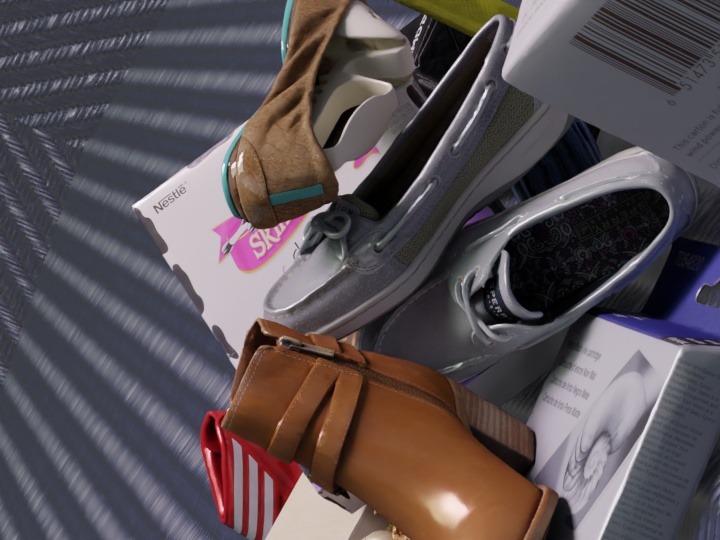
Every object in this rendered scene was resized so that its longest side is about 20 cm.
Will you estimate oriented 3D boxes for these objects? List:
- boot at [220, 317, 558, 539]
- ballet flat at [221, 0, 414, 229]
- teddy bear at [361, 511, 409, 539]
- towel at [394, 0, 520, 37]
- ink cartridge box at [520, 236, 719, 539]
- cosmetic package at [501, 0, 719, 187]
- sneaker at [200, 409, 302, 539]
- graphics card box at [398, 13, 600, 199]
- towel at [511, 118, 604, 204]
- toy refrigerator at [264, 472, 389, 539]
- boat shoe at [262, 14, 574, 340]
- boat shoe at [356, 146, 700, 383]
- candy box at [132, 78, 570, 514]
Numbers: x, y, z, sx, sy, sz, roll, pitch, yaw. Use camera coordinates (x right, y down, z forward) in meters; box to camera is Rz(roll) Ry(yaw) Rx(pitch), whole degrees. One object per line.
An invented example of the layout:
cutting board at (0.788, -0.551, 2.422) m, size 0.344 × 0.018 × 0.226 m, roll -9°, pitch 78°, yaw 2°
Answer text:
boot at (0.008, 0.095, 1.419) m, size 0.074 × 0.154 × 0.200 m, roll -63°, pitch 11°, yaw 15°
ballet flat at (-0.013, -0.093, 1.540) m, size 0.200 × 0.072 × 0.068 m, roll -68°, pitch -32°, yaw -51°
teddy bear at (0.025, 0.170, 1.524) m, size 0.066 × 0.145 × 0.200 m, roll -18°, pitch 29°, yaw 7°
towel at (0.081, -0.137, 1.659) m, size 0.086 × 0.199 × 0.018 m, roll -102°, pitch 37°, yaw -71°
ink cartridge box at (0.125, 0.073, 1.435) m, size 0.201 × 0.040 × 0.200 m, roll -65°, pitch 11°, yaw -1°
cosmetic package at (0.187, -0.166, 1.338) m, size 0.167 × 0.166 × 0.201 m, roll -48°, pitch 22°, yaw 54°
sneaker at (-0.032, 0.085, 1.918) m, size 0.201 × 0.115 × 0.078 m, roll -69°, pitch 12°, yaw -19°
graphics card box at (0.063, -0.099, 1.849) m, size 0.051 × 0.125 × 0.200 m, roll -67°, pitch 11°, yaw -13°
towel at (0.106, -0.059, 1.658) m, size 0.048 × 0.112 × 0.200 m, roll -25°, pitch 16°, yaw 1°
toy refrigerator at (0.009, 0.150, 1.736) m, size 0.076 × 0.070 × 0.200 m, roll -61°, pitch 11°, yaw -14°
boat shoe at (0.021, -0.041, 1.518) m, size 0.202 × 0.065 × 0.074 m, roll -43°, pitch 23°, yaw 0°
boat shoe at (0.078, 0.002, 1.503) m, size 0.200 × 0.070 × 0.072 m, roll -32°, pitch 3°, yaw 16°
candy box at (0.000, 0.000, 1.620) m, size 0.168 × 0.200 × 0.072 m, roll -37°, pitch -22°, yaw 5°
